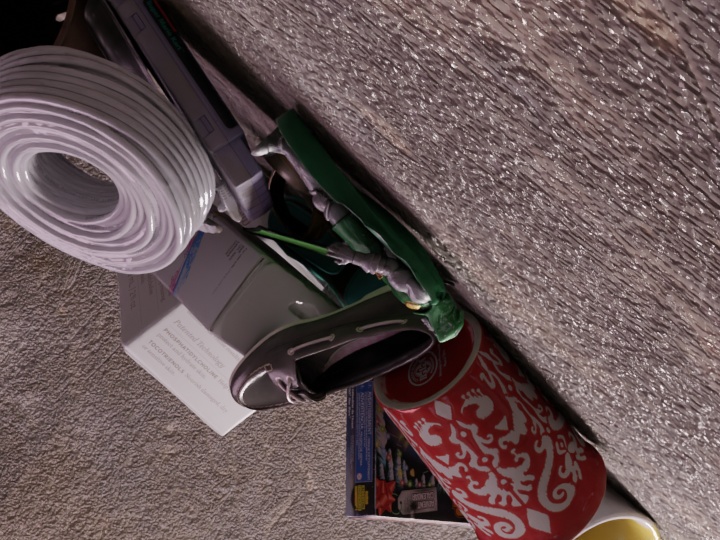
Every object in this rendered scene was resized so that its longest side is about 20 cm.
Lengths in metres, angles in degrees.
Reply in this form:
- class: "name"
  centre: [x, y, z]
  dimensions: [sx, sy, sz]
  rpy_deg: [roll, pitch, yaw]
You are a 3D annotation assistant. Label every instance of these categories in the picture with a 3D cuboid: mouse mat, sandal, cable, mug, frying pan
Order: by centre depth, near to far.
- class: "cable"
  centre: [-0.210, -0.081, 1.116]
  dimensions: [0.199, 0.070, 0.201]
  rpy_deg: [4, 142, 25]
- class: "frying pan"
  centre: [-0.173, -0.144, 1.181]
  dimensions: [0.115, 0.031, 0.191]
  rpy_deg: [53, 171, 52]
- class: "mouse mat"
  centre: [-0.015, -0.013, 1.211]
  dimensions: [0.160, 0.008, 0.200]
  rpy_deg: [16, 178, -10]
- class: "sandal"
  centre: [-0.047, -0.056, 1.217]
  dimensions: [0.080, 0.054, 0.200]
  rpy_deg: [42, 179, 19]
- class: "mug"
  centre: [0.097, 0.132, 1.269]
  dimensions: [0.200, 0.133, 0.177]
  rpy_deg: [50, 170, -32]
- class: "mug"
  centre: [0.209, 0.272, 1.493]
  dimensions: [0.153, 0.149, 0.187]
  rpy_deg: [49, 175, 49]

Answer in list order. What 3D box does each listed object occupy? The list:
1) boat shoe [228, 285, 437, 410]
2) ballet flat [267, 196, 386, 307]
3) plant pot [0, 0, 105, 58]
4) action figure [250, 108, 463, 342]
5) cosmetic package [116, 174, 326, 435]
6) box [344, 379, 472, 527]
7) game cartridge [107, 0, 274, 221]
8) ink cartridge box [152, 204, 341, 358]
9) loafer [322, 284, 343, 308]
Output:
- class: "boat shoe"
  centre: [-0.024, 0.073, 1.213]
  dimensions: [0.067, 0.199, 0.057]
  rpy_deg: [51, -161, -38]
- class: "ballet flat"
  centre: [0.000, 0.000, 1.363]
  dimensions: [0.200, 0.067, 0.070]
  rpy_deg: [42, -161, 13]
- class: "plant pot"
  centre: [-0.290, -0.202, 1.267]
  dimensions: [0.200, 0.201, 0.198]
  rpy_deg: [41, -177, 20]
- class: "action figure"
  centre: [0.004, -0.027, 1.069]
  dimensions: [0.200, 0.055, 0.118]
  rpy_deg: [47, -173, 1]
- class: "cosmetic package"
  centre: [-0.134, 0.029, 1.569]
  dimensions: [0.166, 0.200, 0.168]
  rpy_deg: [46, -167, -30]
- class: "box"
  centre: [0.066, 0.163, 1.339]
  dimensions: [0.040, 0.138, 0.199]
  rpy_deg: [-10, 164, 41]
- class: "game cartridge"
  centre: [-0.134, -0.139, 1.147]
  dimensions: [0.201, 0.038, 0.130]
  rpy_deg: [56, 171, 8]
- class: "ink cartridge box"
  centre: [-0.106, 0.016, 1.327]
  dimensions: [0.145, 0.084, 0.200]
  rpy_deg: [38, -179, -38]
- class: "loafer"
  centre: [0.029, 0.054, 1.424]
  dimensions: [0.200, 0.075, 0.070]
  rpy_deg: [37, 168, 52]
